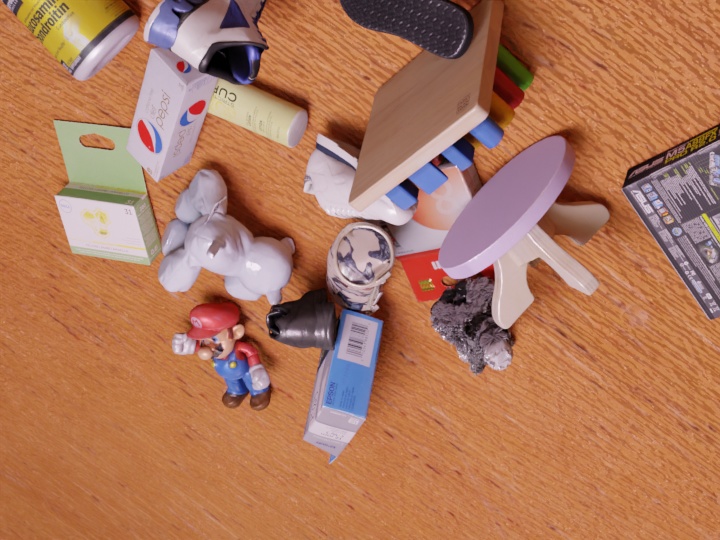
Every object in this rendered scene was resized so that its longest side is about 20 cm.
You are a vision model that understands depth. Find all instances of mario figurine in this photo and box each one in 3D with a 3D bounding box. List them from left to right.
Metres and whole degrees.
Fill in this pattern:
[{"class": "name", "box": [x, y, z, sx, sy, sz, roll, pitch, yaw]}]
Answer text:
[{"class": "mario figurine", "box": [-0.209, 0.138, 1.540, 0.122, 0.106, 0.202, -23, 125, -1]}]

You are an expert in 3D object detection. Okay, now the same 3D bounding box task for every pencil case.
[{"class": "pencil case", "box": [0.000, 0.000, 1.297, 0.089, 0.078, 0.200, 42, 170, 5]}]

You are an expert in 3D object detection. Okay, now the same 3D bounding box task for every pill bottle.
[{"class": "pill bottle", "box": [-0.378, -0.345, 1.274, 0.200, 0.112, 0.112, 47, 130, -11]}]

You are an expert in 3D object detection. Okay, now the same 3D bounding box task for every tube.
[{"class": "tube", "box": [-0.162, -0.215, 1.306, 0.198, 0.052, 0.059, 26, 95, 16]}]

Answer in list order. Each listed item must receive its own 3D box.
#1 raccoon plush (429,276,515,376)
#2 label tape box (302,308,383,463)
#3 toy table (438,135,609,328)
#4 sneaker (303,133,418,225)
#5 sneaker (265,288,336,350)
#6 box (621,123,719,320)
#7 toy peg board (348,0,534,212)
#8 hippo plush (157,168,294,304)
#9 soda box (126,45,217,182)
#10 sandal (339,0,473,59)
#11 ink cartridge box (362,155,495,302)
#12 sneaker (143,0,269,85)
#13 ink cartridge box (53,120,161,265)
[{"class": "raccoon plush", "box": [0.156, 0.105, 1.292, 0.096, 0.201, 0.135, -24, 122, 13]}, {"class": "label tape box", "box": [-0.033, 0.164, 1.413, 0.065, 0.145, 0.200, 16, 150, -9]}, {"class": "toy table", "box": [0.195, -0.040, 1.181, 0.200, 0.184, 0.117, -42, 113, 7]}, {"class": "sneaker", "box": [-0.002, -0.092, 1.236, 0.076, 0.200, 0.081, 18, 105, -38]}, {"class": "sneaker", "box": [-0.083, 0.064, 1.376, 0.089, 0.200, 0.077, -1, 90, -8]}, {"class": "box", "box": [0.410, -0.056, 1.139, 0.159, 0.044, 0.201, -28, 108, 37]}, {"class": "toy peg board", "box": [0.100, -0.160, 1.128, 0.097, 0.201, 0.199, 35, 134, -23]}, {"class": "hippo plush", "box": [-0.166, -0.041, 1.398, 0.159, 0.162, 0.199, 20, 155, -29]}, {"class": "soda box", "box": [-0.240, -0.205, 1.308, 0.068, 0.063, 0.201, 45, 143, 9]}, {"class": "sandal", "box": [0.049, -0.288, 1.124, 0.199, 0.045, 0.076, 37, 121, 28]}, {"class": "ink cartridge box", "box": [0.094, -0.042, 1.302, 0.160, 0.050, 0.202, -10, 115, 32]}, {"class": "sneaker", "box": [-0.141, -0.269, 1.153, 0.115, 0.199, 0.081, 42, 136, 2]}, {"class": "ink cartridge box", "box": [-0.374, -0.111, 1.486, 0.143, 0.048, 0.202, 9, 129, 21]}]
